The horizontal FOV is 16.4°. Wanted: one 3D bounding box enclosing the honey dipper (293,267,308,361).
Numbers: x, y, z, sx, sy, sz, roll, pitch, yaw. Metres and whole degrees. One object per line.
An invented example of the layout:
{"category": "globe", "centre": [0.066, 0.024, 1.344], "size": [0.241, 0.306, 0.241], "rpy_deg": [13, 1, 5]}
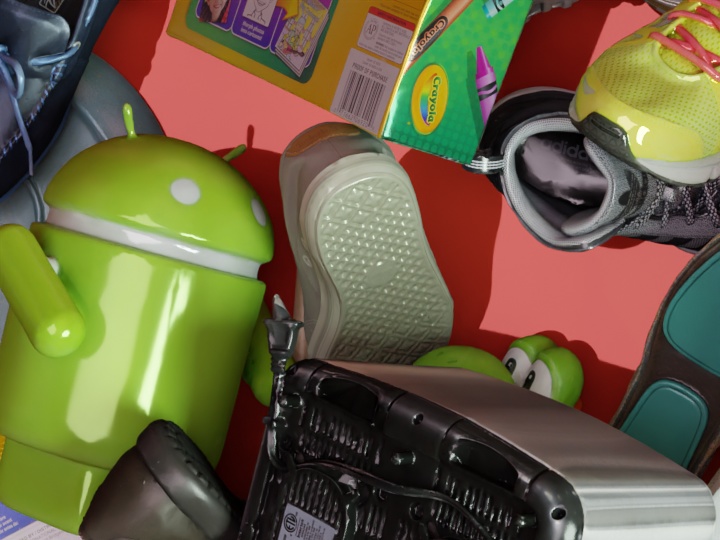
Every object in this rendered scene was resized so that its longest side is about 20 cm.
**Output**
{"category": "honey dipper", "centre": [-0.031, 0.044, 1.256], "size": [0.038, 0.038, 0.201], "rpy_deg": [2, 89, 12]}

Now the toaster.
{"category": "toaster", "centre": [0.036, 0.134, 1.069], "size": [0.181, 0.118, 0.201], "rpy_deg": [23, 103, 40]}

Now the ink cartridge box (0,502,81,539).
{"category": "ink cartridge box", "centre": [-0.107, 0.173, 1.270], "size": [0.119, 0.042, 0.200], "rpy_deg": [-28, 88, 9]}

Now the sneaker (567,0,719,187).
{"category": "sneaker", "centre": [0.166, -0.108, 1.127], "size": [0.078, 0.200, 0.090], "rpy_deg": [37, 133, 20]}

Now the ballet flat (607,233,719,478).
{"category": "ballet flat", "centre": [0.165, 0.037, 1.172], "size": [0.068, 0.067, 0.200], "rpy_deg": [36, 123, 5]}

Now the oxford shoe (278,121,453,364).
{"category": "oxford shoe", "centre": [0.000, 0.000, 1.188], "size": [0.075, 0.200, 0.058], "rpy_deg": [-23, 53, -10]}

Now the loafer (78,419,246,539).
{"category": "loafer", "centre": [-0.075, 0.141, 1.163], "size": [0.071, 0.200, 0.073], "rpy_deg": [-34, 48, -1]}

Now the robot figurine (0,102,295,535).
{"category": "robot figurine", "centre": [-0.110, 0.026, 1.191], "size": [0.116, 0.175, 0.201], "rpy_deg": [14, 89, 44]}

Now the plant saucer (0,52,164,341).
{"category": "plant saucer", "centre": [-0.192, -0.027, 1.291], "size": [0.199, 0.027, 0.201], "rpy_deg": [0, 92, 12]}

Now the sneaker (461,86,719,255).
{"category": "sneaker", "centre": [0.144, -0.037, 1.173], "size": [0.199, 0.114, 0.076], "rpy_deg": [11, 103, 12]}

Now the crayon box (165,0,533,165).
{"category": "crayon box", "centre": [-0.004, -0.137, 1.176], "size": [0.200, 0.058, 0.119], "rpy_deg": [30, 102, 51]}

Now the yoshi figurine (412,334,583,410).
{"category": "yoshi figurine", "centre": [0.034, 0.117, 1.208], "size": [0.112, 0.112, 0.200], "rpy_deg": [25, 93, 17]}

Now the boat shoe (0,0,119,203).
{"category": "boat shoe", "centre": [-0.172, -0.126, 1.243], "size": [0.084, 0.069, 0.200], "rpy_deg": [21, 80, 12]}

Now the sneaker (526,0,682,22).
{"category": "sneaker", "centre": [0.108, -0.145, 1.204], "size": [0.116, 0.074, 0.200], "rpy_deg": [45, 98, 11]}

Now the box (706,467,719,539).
{"category": "box", "centre": [0.265, 0.119, 1.125], "size": [0.199, 0.171, 0.200], "rpy_deg": [37, 97, 9]}
